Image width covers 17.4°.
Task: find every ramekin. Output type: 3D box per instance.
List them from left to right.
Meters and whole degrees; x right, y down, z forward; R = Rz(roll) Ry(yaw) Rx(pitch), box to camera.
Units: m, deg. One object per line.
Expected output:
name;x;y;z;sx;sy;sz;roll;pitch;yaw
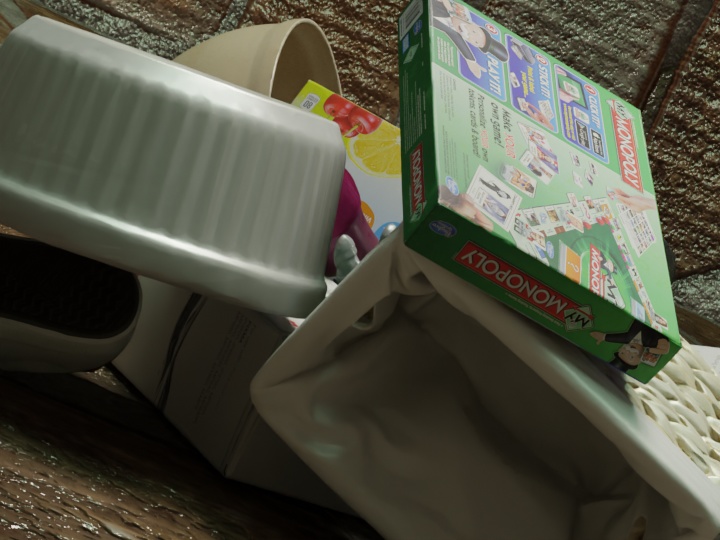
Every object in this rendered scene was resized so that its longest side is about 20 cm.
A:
ramekin;-0.099;-0.053;1.134;0.201;0.095;0.202;19;3;-1

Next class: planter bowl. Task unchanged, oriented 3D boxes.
planter bowl;-0.100;-0.081;1.718;0.134;0.202;0.200;0;0;16

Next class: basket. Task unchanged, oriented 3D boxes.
basket;0.071;0.061;1.105;0.200;0.136;0.123;43;33;-2

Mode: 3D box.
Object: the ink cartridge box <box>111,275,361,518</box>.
ink cartridge box;-0.043;0.053;1.266;0.145;0.085;0.200;20;8;-34

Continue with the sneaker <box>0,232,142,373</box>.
sneaker;-0.207;0.011;1.128;0.199;0.073;0.085;19;-26;-6

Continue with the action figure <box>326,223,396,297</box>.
action figure;0.078;0.025;1.218;0.199;0.055;0.118;21;23;32

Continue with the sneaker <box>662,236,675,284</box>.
sneaker;0.113;-0.006;1.537;0.199;0.079;0.089;3;-13;26

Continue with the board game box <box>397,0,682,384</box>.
board game box;0.080;-0.046;1.094;0.134;0.029;0.201;30;30;-19

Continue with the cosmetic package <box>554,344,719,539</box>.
cosmetic package;0.171;0.091;1.210;0.199;0.072;0.101;7;26;21

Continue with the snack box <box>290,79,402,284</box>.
snack box;0.000;0.000;1.441;0.199;0.169;0.068;31;-13;33

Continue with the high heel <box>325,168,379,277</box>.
high heel;-0.091;-0.030;1.390;0.199;0.068;0.096;-11;-41;18
